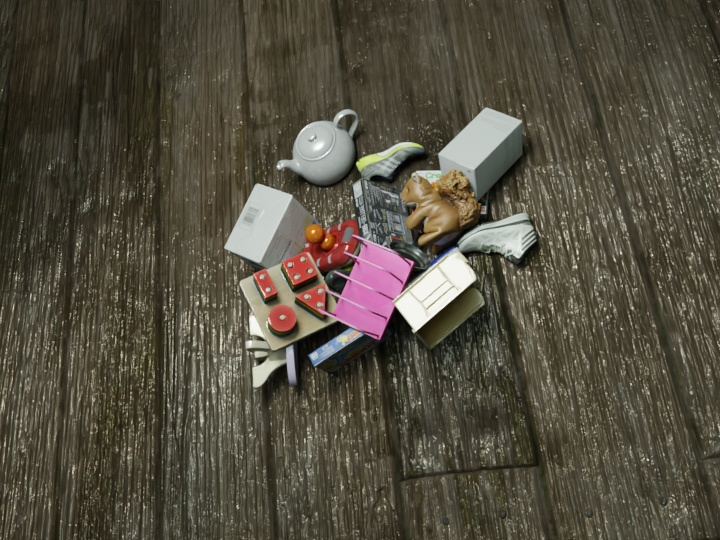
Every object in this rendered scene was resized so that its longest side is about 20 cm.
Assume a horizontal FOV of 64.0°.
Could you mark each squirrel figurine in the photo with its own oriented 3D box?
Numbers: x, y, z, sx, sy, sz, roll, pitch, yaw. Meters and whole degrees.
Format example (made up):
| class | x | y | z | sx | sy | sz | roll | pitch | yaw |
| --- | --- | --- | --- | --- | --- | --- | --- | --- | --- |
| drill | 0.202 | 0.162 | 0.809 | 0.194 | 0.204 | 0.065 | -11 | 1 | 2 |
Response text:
| class | x | y | z | sx | sy | sz | roll | pitch | yaw |
| --- | --- | --- | --- | --- | --- | --- | --- | --- | --- |
| squirrel figurine | 0.199 | -0.173 | 1.458 | 0.199 | 0.141 | 0.188 | -34 | 69 | 25 |

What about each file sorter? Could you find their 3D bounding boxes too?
| class | x | y | z | sx | sy | sz | roll | pitch | yaw |
| --- | --- | --- | --- | --- | --- | --- | --- | --- | --- |
| file sorter | 0.010 | 0.036 | 1.332 | 0.138 | 0.125 | 0.202 | 23 | 87 | 25 |

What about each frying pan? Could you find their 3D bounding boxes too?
| class | x | y | z | sx | sy | sz | roll | pitch | yaw |
| --- | --- | --- | --- | --- | --- | --- | --- | --- | --- |
| frying pan | 0.117 | -0.055 | 1.465 | 0.191 | 0.114 | 0.031 | -99 | 31 | -57 |

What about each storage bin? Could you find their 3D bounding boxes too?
| class | x | y | z | sx | sy | sz | roll | pitch | yaw |
| --- | --- | --- | --- | --- | --- | --- | --- | --- | --- |
| storage bin | 0.196 | 0.074 | 1.381 | 0.198 | 0.200 | 0.094 | -40 | 64 | 1 |

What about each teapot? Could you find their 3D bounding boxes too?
| class | x | y | z | sx | sy | sz | roll | pitch | yaw |
| --- | --- | --- | --- | --- | --- | --- | --- | --- | --- |
| teapot | -0.111 | -0.352 | 1.641 | 0.195 | 0.146 | 0.202 | 6 | 74 | 18 |

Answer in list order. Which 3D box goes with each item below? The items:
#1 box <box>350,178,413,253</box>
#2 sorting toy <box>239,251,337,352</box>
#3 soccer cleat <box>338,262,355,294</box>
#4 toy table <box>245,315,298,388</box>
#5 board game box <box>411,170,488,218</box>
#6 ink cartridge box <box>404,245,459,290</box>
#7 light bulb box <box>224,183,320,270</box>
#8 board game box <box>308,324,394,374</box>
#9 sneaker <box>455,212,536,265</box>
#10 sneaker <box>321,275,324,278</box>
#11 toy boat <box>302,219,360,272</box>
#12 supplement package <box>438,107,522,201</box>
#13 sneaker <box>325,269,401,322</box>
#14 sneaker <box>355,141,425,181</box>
| class | x | y | z | sx | sy | sz | roll | pitch | yaw |
| --- | --- | --- | --- | --- | --- | --- | --- | --- | --- |
| box | 0.061 | -0.129 | 1.511 | 0.050 | 0.157 | 0.202 | -28 | 63 | 43 |
| sorting toy | -0.170 | 0.067 | 1.436 | 0.199 | 0.070 | 0.200 | -24 | 74 | -20 |
| soccer cleat | 0.000 | -0.001 | 1.537 | 0.083 | 0.065 | 0.202 | 11 | 75 | 24 |
| toy table | -0.225 | 0.201 | 1.496 | 0.116 | 0.184 | 0.202 | -6 | 61 | -3 |
| board game box | 0.242 | -0.204 | 1.545 | 0.198 | 0.035 | 0.128 | 2 | 73 | 17 |
| ink cartridge box | 0.170 | 0.016 | 1.461 | 0.199 | 0.094 | 0.044 | -37 | 94 | 3 |
| light bulb box | -0.232 | -0.094 | 1.566 | 0.124 | 0.200 | 0.200 | 21 | 80 | 23 |
| board game box | -0.019 | 0.184 | 1.446 | 0.199 | 0.135 | 0.035 | -33 | 66 | 5 |
| sneaker | 0.345 | -0.061 | 1.445 | 0.199 | 0.076 | 0.116 | -20 | 66 | 7 |
| sneaker | -0.119 | 0.048 | 1.527 | 0.200 | 0.073 | 0.071 | 43 | 97 | -2 |
| toy boat | -0.092 | -0.077 | 1.524 | 0.199 | 0.130 | 0.132 | -17 | 49 | 49 |
| supplement package | 0.310 | -0.298 | 1.476 | 0.117 | 0.117 | 0.200 | 33 | 68 | 33 |
| sneaker | 0.006 | 0.067 | 1.463 | 0.060 | 0.199 | 0.104 | -54 | 39 | 8 |
| sneaker | 0.090 | -0.294 | 1.610 | 0.198 | 0.074 | 0.082 | -19 | 77 | 17 |
